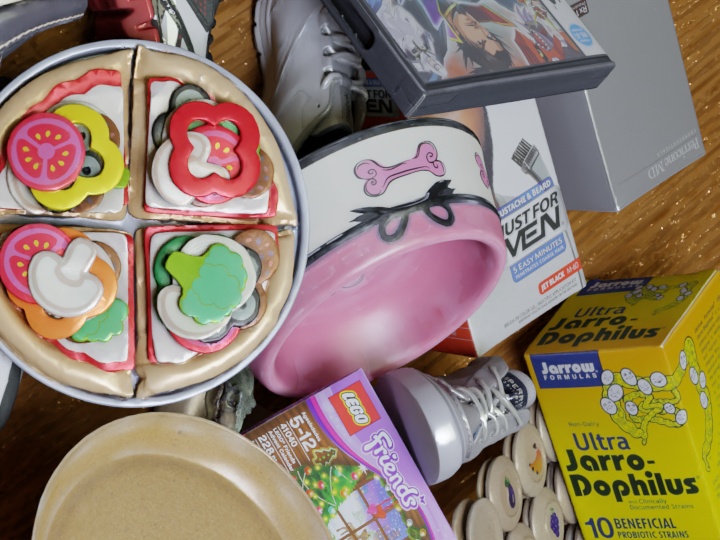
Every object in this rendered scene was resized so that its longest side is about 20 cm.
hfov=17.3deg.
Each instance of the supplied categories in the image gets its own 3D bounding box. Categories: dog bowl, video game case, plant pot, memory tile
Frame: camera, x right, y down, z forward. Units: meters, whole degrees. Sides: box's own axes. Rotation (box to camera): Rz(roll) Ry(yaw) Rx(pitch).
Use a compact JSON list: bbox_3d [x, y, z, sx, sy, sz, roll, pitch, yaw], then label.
[{"bbox_3d":[0.000,0.000,1.401,0.199,0.200,0.074,-9,59,-39],"label":"dog bowl"},{"bbox_3d":[0.044,-0.177,1.437,0.199,0.026,0.181,-13,62,-50],"label":"video game case"},{"bbox_3d":[-0.093,0.174,1.267,0.199,0.027,0.201,20,54,-29],"label":"plant pot"},{"bbox_3d":[0.117,0.182,1.583,0.200,0.017,0.154,-47,125,-55],"label":"memory tile"}]

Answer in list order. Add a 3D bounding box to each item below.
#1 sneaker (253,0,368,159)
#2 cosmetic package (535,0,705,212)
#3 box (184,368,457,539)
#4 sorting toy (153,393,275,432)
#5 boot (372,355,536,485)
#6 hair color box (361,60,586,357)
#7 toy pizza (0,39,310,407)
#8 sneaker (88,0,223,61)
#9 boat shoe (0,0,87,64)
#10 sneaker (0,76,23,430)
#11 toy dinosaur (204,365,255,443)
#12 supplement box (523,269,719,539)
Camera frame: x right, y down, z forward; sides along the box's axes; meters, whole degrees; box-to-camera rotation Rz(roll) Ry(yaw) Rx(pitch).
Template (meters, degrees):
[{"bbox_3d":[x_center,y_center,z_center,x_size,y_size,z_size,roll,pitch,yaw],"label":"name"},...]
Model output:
[{"bbox_3d":[-0.025,-0.114,1.440,0.074,0.087,0.202,16,83,-38],"label":"sneaker"},{"bbox_3d":[0.151,-0.149,1.586,0.107,0.090,0.201,-33,112,-36],"label":"cosmetic package"},{"bbox_3d":[-0.008,0.175,1.371,0.136,0.039,0.201,-28,86,-35],"label":"box"},{"bbox_3d":[-0.072,0.183,1.469,0.199,0.036,0.186,27,77,-34],"label":"sorting toy"},{"bbox_3d":[0.063,0.081,1.453,0.095,0.200,0.074,-19,93,-9],"label":"boot"},{"bbox_3d":[0.068,-0.058,1.540,0.111,0.064,0.201,-31,113,-33],"label":"hair color box"},{"bbox_3d":[-0.122,-0.027,1.278,0.198,0.032,0.202,2,84,-15],"label":"toy pizza"},{"bbox_3d":[-0.113,-0.142,1.372,0.098,0.071,0.202,-26,109,-33],"label":"sneaker"},{"bbox_3d":[-0.232,-0.109,1.275,0.199,0.072,0.063,-23,104,-28],"label":"boat shoe"},{"bbox_3d":[-0.190,-0.003,1.323,0.079,0.074,0.202,14,86,-45],"label":"sneaker"},{"bbox_3d":[-0.123,0.013,1.364,0.047,0.088,0.201,-15,79,-58],"label":"toy dinosaur"},{"bbox_3d":[0.206,0.114,1.627,0.110,0.108,0.201,-46,122,-49],"label":"supplement box"}]
